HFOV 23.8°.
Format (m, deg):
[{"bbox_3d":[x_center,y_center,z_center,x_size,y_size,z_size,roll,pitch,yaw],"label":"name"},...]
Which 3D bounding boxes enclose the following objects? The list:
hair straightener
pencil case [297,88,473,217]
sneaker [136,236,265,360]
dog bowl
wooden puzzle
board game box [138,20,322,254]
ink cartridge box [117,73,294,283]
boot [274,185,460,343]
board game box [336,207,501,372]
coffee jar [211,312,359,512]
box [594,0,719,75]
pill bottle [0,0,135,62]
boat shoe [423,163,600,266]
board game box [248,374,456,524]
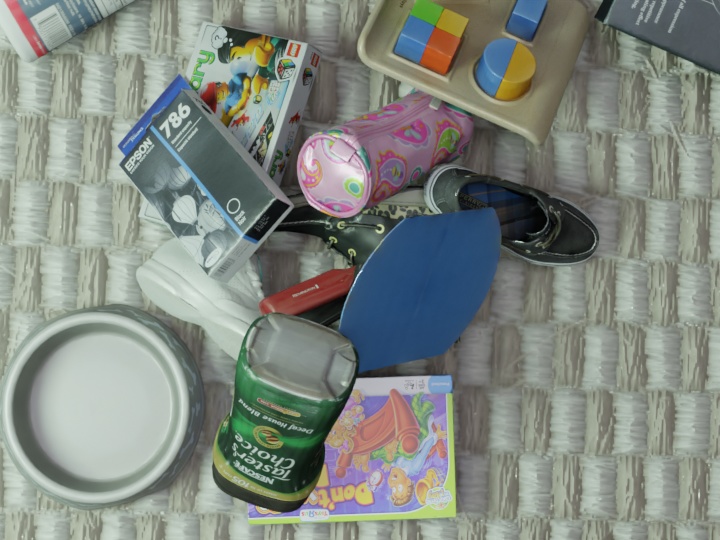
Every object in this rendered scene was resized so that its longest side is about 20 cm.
[{"bbox_3d":[0.000,0.022,1.571,0.199,0.077,0.041,-29,45,-21],"label":"hair straightener"},{"bbox_3d":[0.027,-0.116,1.578,0.199,0.087,0.088,-31,88,-48],"label":"pencil case"},{"bbox_3d":[-0.112,0.028,1.605,0.199,0.075,0.089,35,66,16],"label":"sneaker"},{"bbox_3d":[-0.246,0.129,1.612,0.198,0.059,0.202,0,87,-3],"label":"dog bowl"},{"bbox_3d":[0.115,-0.232,1.618,0.199,0.046,0.186,27,54,-3],"label":"wooden puzzle"},{"bbox_3d":[-0.123,-0.128,1.618,0.125,0.035,0.202,15,85,30],"label":"board game box"},{"bbox_3d":[-0.155,-0.092,1.584,0.100,0.039,0.200,-48,60,11],"label":"ink cartridge box"},{"bbox_3d":[0.001,0.000,1.626,0.201,0.073,0.156,-3,89,-2],"label":"boot"},{"bbox_3d":[0.044,0.008,1.538,0.039,0.199,0.159,36,120,34],"label":"board game box"},{"bbox_3d":[-0.071,0.131,1.511,0.103,0.201,0.086,19,50,0],"label":"coffee jar"},{"bbox_3d":[0.345,-0.267,1.625,0.198,0.107,0.150,24,101,-1],"label":"box"},{"bbox_3d":[-0.260,-0.295,1.607,0.199,0.120,0.120,-31,88,-5],"label":"pill bottle"},{"bbox_3d":[0.154,-0.050,1.604,0.199,0.066,0.070,24,90,-28],"label":"boat shoe"},{"bbox_3d":[-0.010,0.169,1.627,0.198,0.045,0.136,-2,87,-3],"label":"board game box"}]
